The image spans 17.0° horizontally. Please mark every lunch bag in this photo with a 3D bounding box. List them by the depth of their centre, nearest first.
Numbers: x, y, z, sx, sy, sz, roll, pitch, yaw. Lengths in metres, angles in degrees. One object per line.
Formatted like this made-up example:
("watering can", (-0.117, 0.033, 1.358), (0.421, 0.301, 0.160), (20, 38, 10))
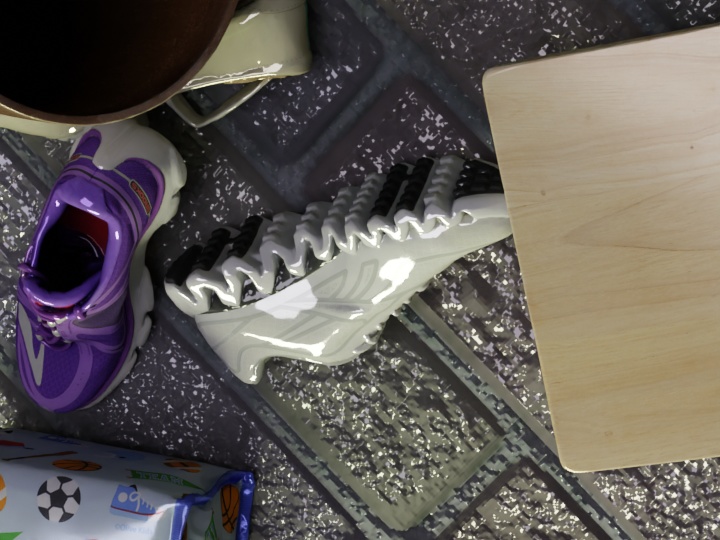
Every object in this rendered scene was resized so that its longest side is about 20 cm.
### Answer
("lunch bag", (-0.155, 0.197, 1.301), (0.169, 0.124, 0.201), (8, 97, 20))

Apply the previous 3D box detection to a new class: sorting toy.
("sorting toy", (0.179, -0.019, 1.142), (0.199, 0.070, 0.200), (-9, 99, 23))

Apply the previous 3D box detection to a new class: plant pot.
("plant pot", (-0.187, -0.159, 1.194), (0.200, 0.186, 0.188), (-2, 104, 56))

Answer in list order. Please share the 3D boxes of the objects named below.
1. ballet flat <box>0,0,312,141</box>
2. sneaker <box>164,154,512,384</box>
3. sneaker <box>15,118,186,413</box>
("ballet flat", (-0.112, -0.097, 1.251), (0.199, 0.069, 0.070), (-17, 95, 24))
("sneaker", (0.000, 0.000, 1.226), (0.199, 0.075, 0.081), (-18, 109, 27))
("sneaker", (-0.155, 0.005, 1.257), (0.080, 0.084, 0.201), (28, 135, 10))
